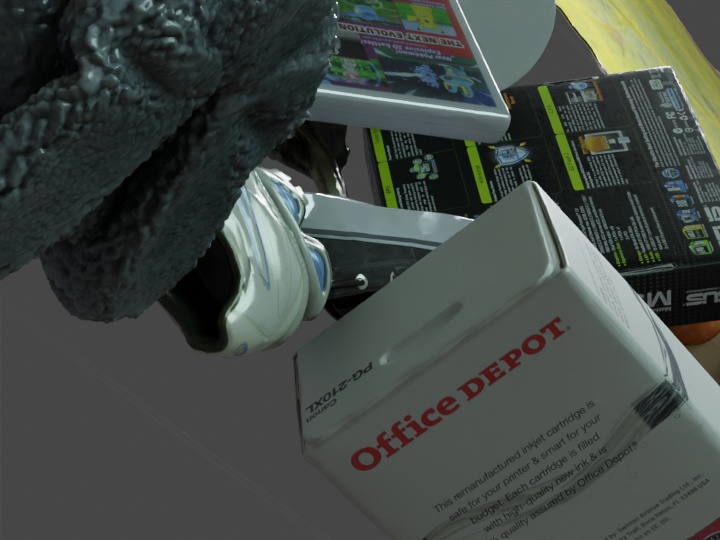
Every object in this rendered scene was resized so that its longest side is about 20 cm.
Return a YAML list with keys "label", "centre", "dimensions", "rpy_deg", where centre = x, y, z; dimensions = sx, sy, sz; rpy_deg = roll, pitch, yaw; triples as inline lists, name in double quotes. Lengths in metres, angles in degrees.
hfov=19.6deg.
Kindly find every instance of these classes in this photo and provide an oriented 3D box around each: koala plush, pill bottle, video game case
- label: "koala plush"
  centre: [-0.123, -0.111, 0.744]
  dimensions: [0.200, 0.184, 0.177]
  rpy_deg: [47, 14, 19]
- label: "pill bottle"
  centre: [0.029, -0.187, 1.270]
  dimensions: [0.112, 0.112, 0.200]
  rpy_deg: [37, 5, -44]
- label: "video game case"
  centre: [-0.036, -0.142, 1.091]
  dimensions: [0.199, 0.023, 0.183]
  rpy_deg: [6, 42, -26]

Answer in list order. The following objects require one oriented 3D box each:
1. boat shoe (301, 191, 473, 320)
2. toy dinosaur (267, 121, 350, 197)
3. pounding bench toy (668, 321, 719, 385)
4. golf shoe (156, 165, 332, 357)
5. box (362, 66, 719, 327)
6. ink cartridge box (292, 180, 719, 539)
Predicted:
- label: "boat shoe"
  centre: [0.000, 0.000, 1.002]
  dimensions: [0.199, 0.068, 0.057]
  rpy_deg: [8, 79, -55]
- label: "toy dinosaur"
  centre: [-0.033, -0.074, 1.103]
  dimensions: [0.088, 0.047, 0.201]
  rpy_deg: [51, 19, -34]
- label: "pounding bench toy"
  centre: [0.159, 0.020, 1.245]
  dimensions: [0.200, 0.124, 0.156]
  rpy_deg: [39, 10, -13]
- label: "golf shoe"
  centre: [-0.089, -0.052, 0.862]
  dimensions: [0.200, 0.078, 0.097]
  rpy_deg: [53, 23, -1]
- label: "box"
  centre: [0.105, -0.036, 1.167]
  dimensions: [0.201, 0.192, 0.048]
  rpy_deg: [-102, -177, -53]
- label: "ink cartridge box"
  centre: [0.085, 0.080, 0.947]
  dimensions: [0.200, 0.144, 0.085]
  rpy_deg: [46, 17, -28]
